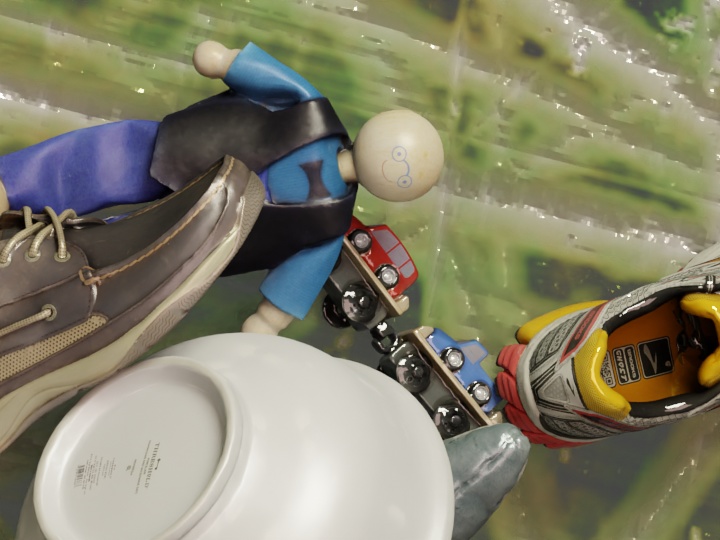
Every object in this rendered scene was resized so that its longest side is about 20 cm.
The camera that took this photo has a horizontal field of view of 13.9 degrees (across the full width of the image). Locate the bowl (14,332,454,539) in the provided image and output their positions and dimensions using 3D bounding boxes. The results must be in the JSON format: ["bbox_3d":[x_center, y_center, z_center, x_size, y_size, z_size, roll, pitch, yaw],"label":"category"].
[{"bbox_3d":[-0.069,0.098,1.199,0.201,0.201,0.090,-49,134,-10],"label":"bowl"}]

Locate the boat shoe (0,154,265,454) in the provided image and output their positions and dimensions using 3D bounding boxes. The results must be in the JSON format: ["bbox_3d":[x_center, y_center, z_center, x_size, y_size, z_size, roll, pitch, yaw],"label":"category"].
[{"bbox_3d":[-0.129,0.013,1.211,0.200,0.074,0.073,-38,103,8],"label":"boat shoe"}]

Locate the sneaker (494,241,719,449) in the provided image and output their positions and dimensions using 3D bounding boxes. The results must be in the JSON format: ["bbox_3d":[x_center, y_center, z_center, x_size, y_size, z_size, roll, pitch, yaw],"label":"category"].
[{"bbox_3d":[0.163,0.031,1.318,0.200,0.082,0.078,-22,94,-24],"label":"sneaker"}]

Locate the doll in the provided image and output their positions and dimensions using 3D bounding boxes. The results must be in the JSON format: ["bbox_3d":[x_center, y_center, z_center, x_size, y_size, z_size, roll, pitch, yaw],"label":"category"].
[{"bbox_3d":[-0.062,-0.029,1.263,0.200,0.048,0.136,-14,100,4],"label":"doll"}]

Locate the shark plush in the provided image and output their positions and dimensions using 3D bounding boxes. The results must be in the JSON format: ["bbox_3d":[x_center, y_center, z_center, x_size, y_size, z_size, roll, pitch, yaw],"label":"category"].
[{"bbox_3d":[-0.020,0.124,1.240,0.200,0.083,0.091,-26,94,-14],"label":"shark plush"}]

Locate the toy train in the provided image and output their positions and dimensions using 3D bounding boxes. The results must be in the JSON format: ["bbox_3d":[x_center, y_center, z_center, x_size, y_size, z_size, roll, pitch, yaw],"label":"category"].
[{"bbox_3d":[0.000,0.000,1.312,0.046,0.034,0.200,-40,97,-22],"label":"toy train"}]
